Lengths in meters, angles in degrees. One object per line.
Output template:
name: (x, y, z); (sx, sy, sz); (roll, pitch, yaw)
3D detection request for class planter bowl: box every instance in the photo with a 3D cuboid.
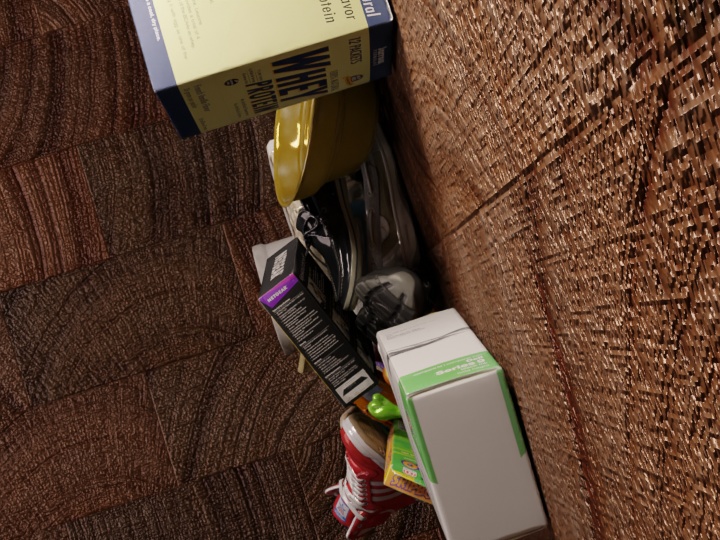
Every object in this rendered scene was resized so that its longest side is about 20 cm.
planter bowl: (-0.031, -0.161, 1.227); (0.200, 0.083, 0.202); (-174, 90, -74)

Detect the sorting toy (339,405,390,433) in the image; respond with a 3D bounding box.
sorting toy: (0.068, 0.230, 1.476); (0.199, 0.037, 0.185); (34, -178, 5)

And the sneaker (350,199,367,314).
sneaker: (0.000, 0.000, 1.404); (0.077, 0.080, 0.201); (-113, 25, -53)

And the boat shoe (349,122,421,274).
boat shoe: (0.012, -0.091, 1.297); (0.074, 0.064, 0.203); (86, 168, -78)

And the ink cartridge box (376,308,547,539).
ink cartridge box: (0.081, 0.130, 1.010); (0.200, 0.084, 0.147); (-116, 8, -76)

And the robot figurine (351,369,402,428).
robot figurine: (0.044, 0.164, 1.452); (0.199, 0.058, 0.145); (32, -179, -20)

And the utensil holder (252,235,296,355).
utensil holder: (-0.042, 0.017, 1.739); (0.170, 0.199, 0.171); (163, 90, -88)

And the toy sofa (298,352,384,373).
toy sofa: (0.019, 0.137, 1.614); (0.199, 0.098, 0.083); (33, 146, 15)

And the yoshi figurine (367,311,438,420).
yoshi figurine: (0.063, 0.111, 1.219); (0.200, 0.112, 0.113); (72, -165, -64)

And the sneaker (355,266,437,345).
sneaker: (0.040, 0.024, 1.214); (0.075, 0.079, 0.200); (43, 165, 6)

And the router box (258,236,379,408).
router box: (-0.045, 0.052, 1.290); (0.149, 0.051, 0.200); (53, -174, -10)

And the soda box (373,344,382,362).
soda box: (0.042, 0.066, 1.552); (0.200, 0.068, 0.064); (-116, 31, -76)

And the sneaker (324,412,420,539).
sneaker: (-0.002, 0.233, 1.300); (0.200, 0.112, 0.071); (50, -171, -52)

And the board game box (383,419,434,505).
board game box: (0.073, 0.200, 1.184); (0.200, 0.095, 0.030); (-67, -1, -86)

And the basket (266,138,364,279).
basket: (-0.022, -0.076, 1.461); (0.201, 0.135, 0.124); (76, 172, -51)

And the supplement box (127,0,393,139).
supplement box: (-0.094, -0.248, 0.997); (0.134, 0.199, 0.201); (86, 166, -80)

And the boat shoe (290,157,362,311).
boat shoe: (-0.039, -0.045, 1.290); (0.075, 0.062, 0.201); (111, 149, -62)
